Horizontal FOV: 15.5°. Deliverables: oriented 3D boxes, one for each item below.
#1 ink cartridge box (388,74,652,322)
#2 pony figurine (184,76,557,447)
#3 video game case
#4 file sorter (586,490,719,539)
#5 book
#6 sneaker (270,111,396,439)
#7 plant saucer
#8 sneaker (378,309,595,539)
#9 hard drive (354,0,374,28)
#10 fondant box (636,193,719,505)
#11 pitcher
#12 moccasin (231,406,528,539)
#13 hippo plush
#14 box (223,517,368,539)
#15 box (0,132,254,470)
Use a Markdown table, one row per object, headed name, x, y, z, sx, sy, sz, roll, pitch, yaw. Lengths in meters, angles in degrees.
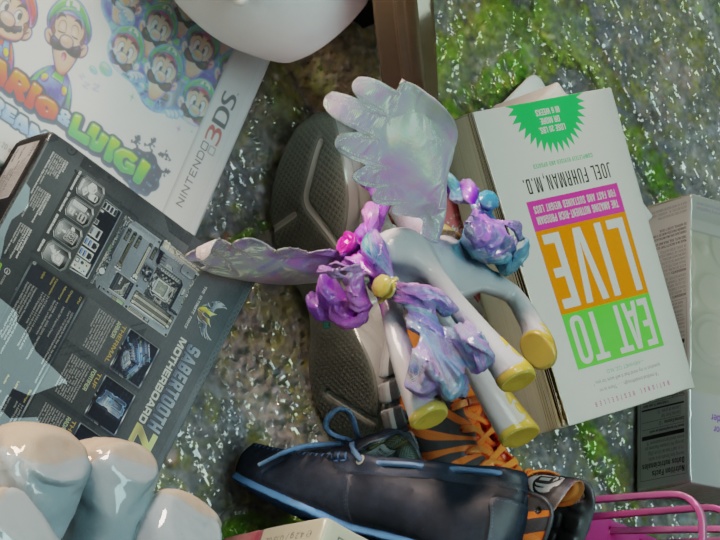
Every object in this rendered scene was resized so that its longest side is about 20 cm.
| name | x | y | z | sx | sy | sz | roll | pitch | yaw |
| --- | --- | --- | --- | --- | --- | --- | --- | --- | --- |
| ink cartridge box | 0.109 | -0.039 | 1.719 | 0.117 | 0.067 | 0.200 | 53 | 54 | -14 |
| pony figurine | 0.023 | -0.004 | 1.503 | 0.193 | 0.166 | 0.200 | 15 | 42 | -55 |
| video game case | -0.158 | -0.117 | 1.564 | 0.200 | 0.024 | 0.182 | 36 | 59 | -25 |
| file sorter | 0.198 | 0.220 | 1.644 | 0.200 | 0.125 | 0.140 | 27 | 62 | -55 |
| book | 0.131 | -0.008 | 1.663 | 0.133 | 0.048 | 0.201 | -13 | 86 | -41 |
| sneaker | 0.000 | 0.000 | 1.633 | 0.080 | 0.070 | 0.201 | -14 | 95 | -44 |
| plant saucer | 0.025 | -0.177 | 1.596 | 0.029 | 0.200 | 0.201 | -5 | 79 | 5 |
| sneaker | 0.081 | 0.111 | 1.576 | 0.077 | 0.112 | 0.201 | -13 | 92 | -52 |
| hard drive | -0.042 | -0.264 | 1.681 | 0.200 | 0.038 | 0.140 | 32 | 61 | -26 |
| fondant box | 0.260 | 0.061 | 1.816 | 0.144 | 0.058 | 0.201 | 13 | 72 | -35 |
| pitcher | -0.085 | -0.204 | 1.534 | 0.200 | 0.121 | 0.172 | 47 | 29 | -25 |
| moccasin | 0.018 | 0.125 | 1.531 | 0.080 | 0.199 | 0.068 | 35 | 72 | -55 |
| hippo plush | -0.163 | 0.191 | 1.403 | 0.200 | 0.161 | 0.159 | 51 | 36 | 1 |
| box | -0.031 | 0.260 | 1.511 | 0.128 | 0.109 | 0.201 | 33 | 61 | -29 |
| box | -0.168 | 0.048 | 1.484 | 0.158 | 0.051 | 0.200 | 36 | 67 | -25 |
